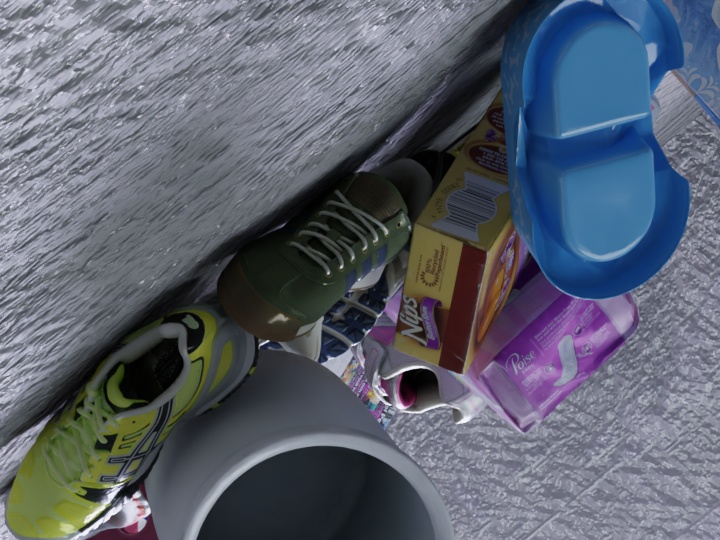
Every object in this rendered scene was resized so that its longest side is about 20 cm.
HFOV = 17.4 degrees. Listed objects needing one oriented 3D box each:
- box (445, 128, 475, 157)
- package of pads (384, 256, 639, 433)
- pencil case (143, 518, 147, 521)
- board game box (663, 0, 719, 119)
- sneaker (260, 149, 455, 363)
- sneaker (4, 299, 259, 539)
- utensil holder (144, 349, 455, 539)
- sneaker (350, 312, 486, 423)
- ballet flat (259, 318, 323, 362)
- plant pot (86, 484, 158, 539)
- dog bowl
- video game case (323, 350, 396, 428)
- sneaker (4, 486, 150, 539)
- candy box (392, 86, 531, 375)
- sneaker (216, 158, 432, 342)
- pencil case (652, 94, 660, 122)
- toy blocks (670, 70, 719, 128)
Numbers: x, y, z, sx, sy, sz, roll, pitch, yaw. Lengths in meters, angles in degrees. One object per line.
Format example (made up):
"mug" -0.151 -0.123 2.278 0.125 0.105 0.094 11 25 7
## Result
"box" 0.044 -0.047 1.744 0.200 0.039 0.041 -38 173 -17
"package of pads" 0.099 0.022 1.656 0.120 0.076 0.200 -43 -151 -5
"pencil case" -0.113 0.140 1.975 0.200 0.078 0.087 -36 151 -29
"board game box" 0.282 -0.178 1.458 0.200 0.199 0.043 -42 -168 15
"sneaker" 0.000 0.000 1.656 0.200 0.077 0.085 -39 179 -4
"sneaker" -0.152 0.087 1.420 0.200 0.075 0.076 -47 157 13
"utensil holder" -0.046 0.152 1.471 0.170 0.170 0.200 -40 -162 -1
"sneaker" 0.027 0.056 1.789 0.088 0.200 0.081 -56 139 -22
"ballet flat" -0.074 0.052 1.571 0.200 0.072 0.068 -40 176 -4
"plant pot" -0.133 0.190 1.772 0.200 0.200 0.179 -41 159 16
"dog bowl" 0.140 -0.083 1.439 0.111 0.201 0.050 -15 -155 -20
"video game case" -0.052 0.140 1.946 0.200 0.036 0.181 -59 146 4
"sneaker" -0.199 0.159 1.600 0.082 0.077 0.200 -31 171 -18
"candy box" 0.089 -0.042 1.549 0.117 0.056 0.200 99 16 -45
"sneaker" -0.015 -0.024 1.447 0.090 0.067 0.200 -51 170 24
"pencil case" 0.155 -0.061 1.807 0.091 0.083 0.201 34 80 -47
"toy blocks" 0.254 -0.187 1.524 0.200 0.137 0.100 -40 174 2
